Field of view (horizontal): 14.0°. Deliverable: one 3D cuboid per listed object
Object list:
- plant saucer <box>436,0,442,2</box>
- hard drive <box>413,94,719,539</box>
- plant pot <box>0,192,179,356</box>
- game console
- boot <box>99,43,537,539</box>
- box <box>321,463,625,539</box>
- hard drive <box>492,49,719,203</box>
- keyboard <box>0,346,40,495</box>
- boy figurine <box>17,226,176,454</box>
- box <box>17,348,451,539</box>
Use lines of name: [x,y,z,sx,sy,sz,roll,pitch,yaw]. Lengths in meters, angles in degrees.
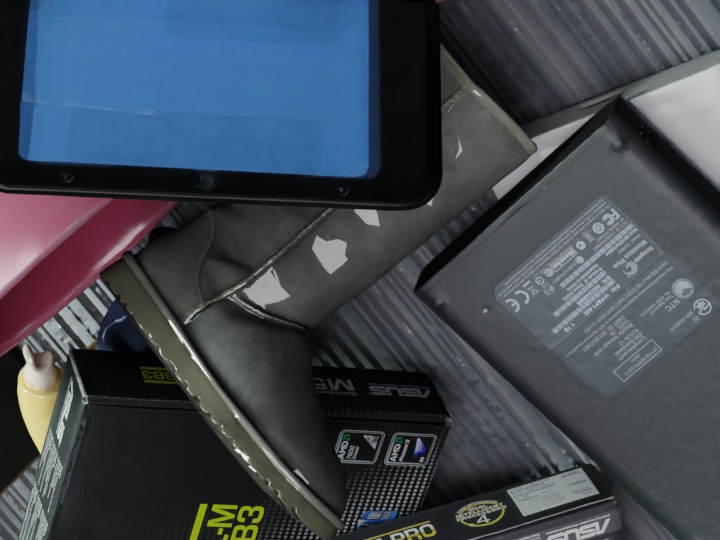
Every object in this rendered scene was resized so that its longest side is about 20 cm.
plant saucer: [0.065,-0.236,1.307,0.200,0.037,0.200,-17,112,20]
hard drive: [0.144,0.032,1.396,0.200,0.033,0.140,43,117,-10]
plant pot: [-0.189,-0.069,1.370,0.200,0.200,0.179,-42,87,27]
game console: [-0.061,-0.131,1.225,0.199,0.116,0.176,3,118,-5]
boot: [0.001,0.000,1.366,0.200,0.073,0.182,-36,85,-7]
box: [0.043,0.200,1.481,0.199,0.049,0.162,-16,114,-9]
hard drive: [0.158,0.004,1.413,0.132,0.027,0.200,-21,110,21]
keyboard: [-0.250,0.045,1.484,0.200,0.127,0.021,51,156,-14]
boy figurine: [-0.121,0.072,1.479,0.124,0.064,0.200,21,117,-24]
box: [-0.073,0.134,1.470,0.193,0.048,0.200,4,124,-24]
